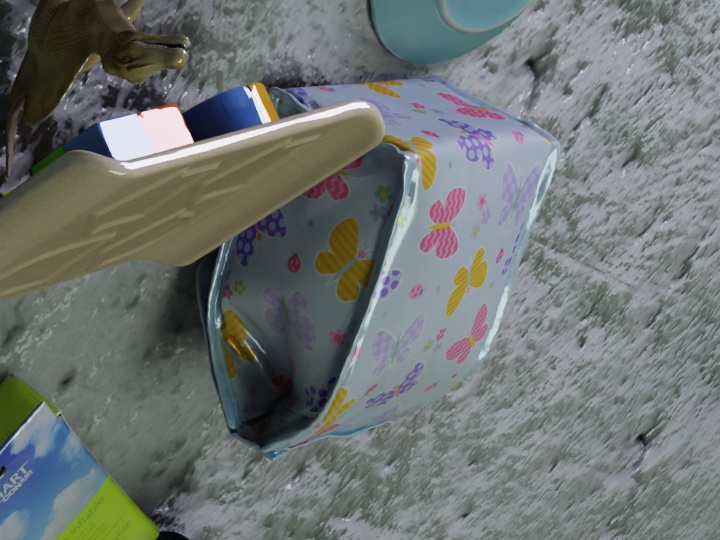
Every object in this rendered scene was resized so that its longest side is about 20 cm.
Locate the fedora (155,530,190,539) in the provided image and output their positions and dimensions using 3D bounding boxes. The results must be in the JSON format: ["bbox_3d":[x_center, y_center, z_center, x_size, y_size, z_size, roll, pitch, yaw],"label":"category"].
[{"bbox_3d":[-0.133,0.225,1.601,0.201,0.092,0.201,-42,162,-17],"label":"fedora"}]

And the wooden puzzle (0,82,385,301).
[{"bbox_3d":[-0.114,-0.038,1.318,0.200,0.046,0.185,-12,166,-47],"label":"wooden puzzle"}]

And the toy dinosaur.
[{"bbox_3d":[-0.134,-0.107,1.241,0.058,0.200,0.101,27,70,-22],"label":"toy dinosaur"}]

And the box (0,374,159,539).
[{"bbox_3d":[-0.190,0.140,1.474,0.122,0.048,0.200,-48,152,-11],"label":"box"}]

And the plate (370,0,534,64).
[{"bbox_3d":[0.083,-0.197,1.523,0.200,0.026,0.200,-36,148,-27],"label":"plate"}]

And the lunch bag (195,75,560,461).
[{"bbox_3d":[0.000,0.000,1.522,0.169,0.127,0.201,-11,122,-55],"label":"lunch bag"}]
